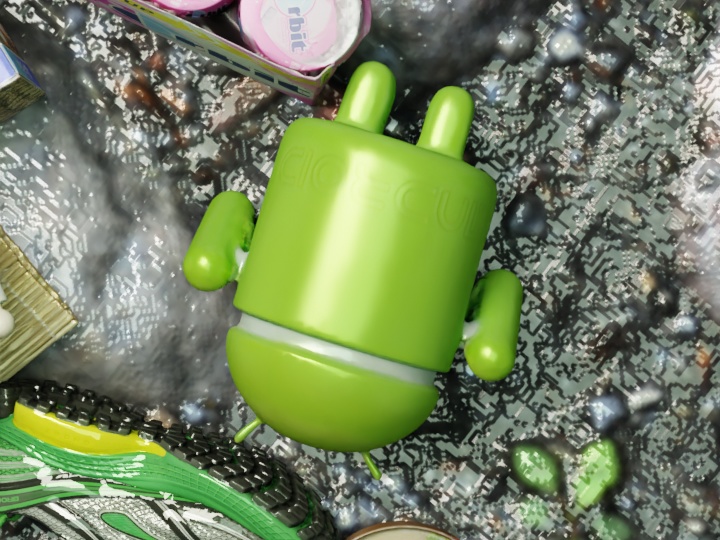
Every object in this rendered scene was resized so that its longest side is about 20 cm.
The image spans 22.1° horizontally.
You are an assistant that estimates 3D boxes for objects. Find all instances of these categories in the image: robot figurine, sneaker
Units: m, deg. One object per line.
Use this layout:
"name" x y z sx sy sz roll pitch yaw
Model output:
"robot figurine" 0.000 0.000 0.932 0.174 0.116 0.202 16 90 -1
"sneaker" -0.105 0.123 0.956 0.198 0.078 0.086 18 98 9

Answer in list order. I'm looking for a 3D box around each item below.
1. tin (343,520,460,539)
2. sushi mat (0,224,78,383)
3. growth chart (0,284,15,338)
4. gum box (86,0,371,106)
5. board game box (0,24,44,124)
"tin" -0.011 0.218 0.973 0.200 0.042 0.112 -41 96 -1
"sushi mat" -0.255 0.053 0.974 0.199 0.012 0.096 -38 93 -1
"growth chart" -0.264 0.018 0.852 0.199 0.018 0.145 -34 88 -14
"gum box" -0.089 -0.153 0.929 0.198 0.114 0.067 25 89 -2
"board game box" -0.283 -0.134 0.930 0.159 0.097 0.201 -33 92 -2
